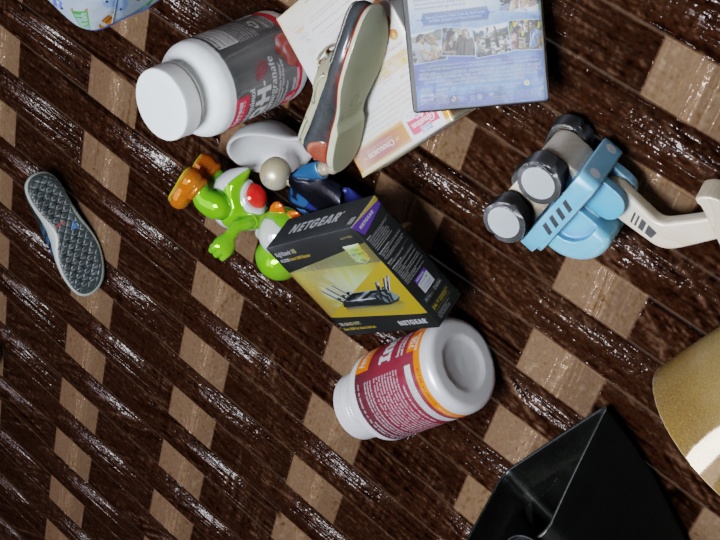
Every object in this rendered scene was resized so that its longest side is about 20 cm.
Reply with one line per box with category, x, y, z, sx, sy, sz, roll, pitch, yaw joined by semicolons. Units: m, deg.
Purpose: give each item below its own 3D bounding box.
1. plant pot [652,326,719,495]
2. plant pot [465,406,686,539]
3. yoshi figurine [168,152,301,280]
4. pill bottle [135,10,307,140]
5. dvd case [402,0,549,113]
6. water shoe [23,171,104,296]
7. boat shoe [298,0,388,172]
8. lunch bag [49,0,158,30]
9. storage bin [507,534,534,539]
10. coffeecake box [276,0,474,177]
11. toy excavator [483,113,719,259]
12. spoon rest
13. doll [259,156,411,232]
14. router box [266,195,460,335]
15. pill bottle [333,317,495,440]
plant pot;0.397;0.097;1.061;0.187;0.186;0.201;47;121;11
plant pot;0.239;0.310;1.299;0.177;0.200;0.200;43;135;-2
yoshi figurine;-0.142;-0.053;1.493;0.198;0.113;0.112;32;171;2
pill bottle;-0.159;-0.220;1.359;0.110;0.199;0.112;21;126;31
dvd case;0.110;-0.262;1.169;0.140;0.018;0.204;-2;102;21
water shoe;-0.451;-0.059;1.818;0.203;0.071;0.079;69;163;-12
boat shoe;-0.023;-0.197;1.240;0.062;0.071;0.202;37;136;23
lunch bag;-0.305;-0.379;1.406;0.160;0.199;0.076;43;143;14
storage bin;0.193;0.369;1.151;0.198;0.136;0.094;30;137;-6
coffeecake box;0.021;-0.228;1.283;0.153;0.073;0.202;-27;93;45
toy excavator;0.251;-0.063;1.164;0.199;0.100;0.195;40;136;1
spoon rest;-0.082;-0.160;1.410;0.199;0.098;0.062;-28;49;43
doll;-0.033;-0.081;1.399;0.198;0.049;0.137;30;153;16
router box;0.000;0.000;1.373;0.157;0.052;0.199;47;153;-19
pill bottle;0.058;0.137;1.416;0.199;0.112;0.114;-28;92;46
